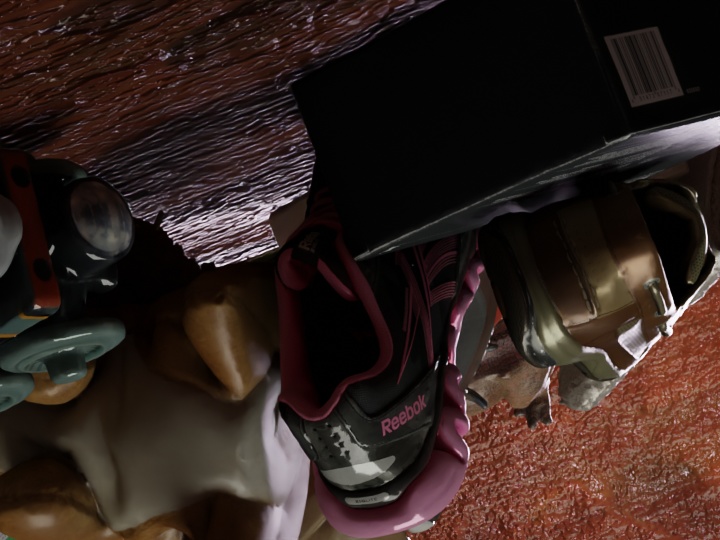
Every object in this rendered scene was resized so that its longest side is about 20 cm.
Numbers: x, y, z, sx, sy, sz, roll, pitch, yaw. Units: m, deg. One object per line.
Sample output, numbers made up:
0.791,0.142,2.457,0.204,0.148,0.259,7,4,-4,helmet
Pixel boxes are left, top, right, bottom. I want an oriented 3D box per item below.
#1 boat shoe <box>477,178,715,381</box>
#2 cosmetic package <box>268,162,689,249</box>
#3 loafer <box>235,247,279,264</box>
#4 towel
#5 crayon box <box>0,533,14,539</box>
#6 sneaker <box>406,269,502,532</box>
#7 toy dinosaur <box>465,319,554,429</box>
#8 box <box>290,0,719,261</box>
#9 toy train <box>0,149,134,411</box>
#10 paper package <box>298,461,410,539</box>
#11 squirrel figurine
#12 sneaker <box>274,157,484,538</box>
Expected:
0.109,0.000,0.957,0.073,0.076,0.200,-25,176,16,boat shoe
0.055,-0.038,1.176,0.103,0.074,0.200,-17,172,-38,cosmetic package
-0.027,0.018,1.377,0.199,0.077,0.067,-17,180,-37,loafer
0.153,-0.027,1.187,0.133,0.034,0.201,-53,-169,38,towel
-0.192,0.127,1.059,0.200,0.058,0.119,-52,160,-41,crayon box
0.040,0.026,1.077,0.081,0.201,0.077,-7,-156,-12,sneaker
0.054,0.046,1.198,0.199,0.086,0.136,-29,161,-25,toy dinosaur
0.094,-0.076,0.923,0.141,0.079,0.199,-27,173,41,box
-0.170,0.018,0.836,0.199,0.086,0.114,-26,163,39,toy train
-0.044,0.136,1.175,0.103,0.191,0.200,-37,-145,-6,paper package
-0.112,0.054,0.985,0.185,0.143,0.200,0,-166,17,squirrel figurine
0.000,0.000,0.934,0.079,0.201,0.095,-18,140,22,sneaker
